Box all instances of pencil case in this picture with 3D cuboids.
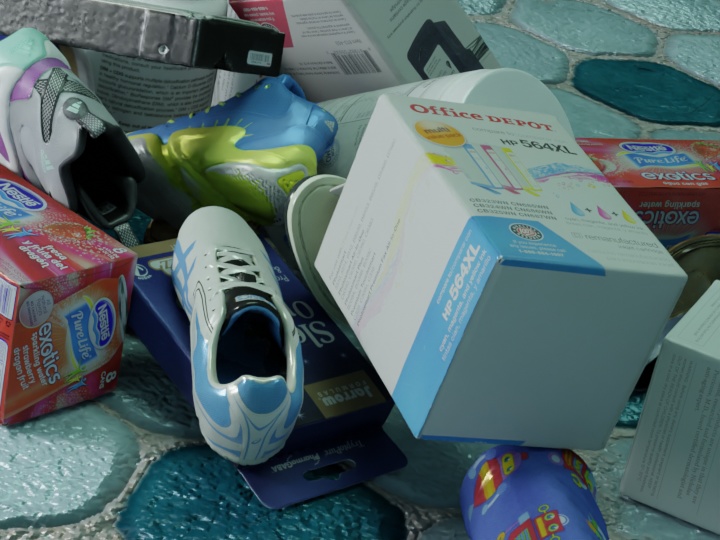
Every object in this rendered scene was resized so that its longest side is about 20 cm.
[{"bbox_3d":[0.111,0.171,1.066,0.078,0.087,0.200,-32,28,7],"label":"pencil case"}]

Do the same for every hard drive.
[{"bbox_3d":[-0.168,-0.165,1.330,0.200,0.038,0.140,11,6,21],"label":"hard drive"}]

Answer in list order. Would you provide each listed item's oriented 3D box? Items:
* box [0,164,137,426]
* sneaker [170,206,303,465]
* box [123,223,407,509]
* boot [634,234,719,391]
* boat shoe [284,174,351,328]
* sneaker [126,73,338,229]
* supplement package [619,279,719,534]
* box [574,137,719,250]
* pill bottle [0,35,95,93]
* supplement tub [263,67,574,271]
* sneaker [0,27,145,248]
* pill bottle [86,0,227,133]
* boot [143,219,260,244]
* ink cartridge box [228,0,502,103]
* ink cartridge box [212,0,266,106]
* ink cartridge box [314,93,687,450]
[{"bbox_3d":[-0.241,0.000,1.232,0.200,0.100,0.095,31,31,34],"label":"box"},{"bbox_3d":[-0.069,0.025,1.164,0.072,0.073,0.200,9,39,-20],"label":"sneaker"},{"bbox_3d":[-0.062,0.054,1.220,0.121,0.032,0.200,-13,52,-42],"label":"box"},{"bbox_3d":[0.234,0.036,1.422,0.200,0.075,0.097,-12,46,-28],"label":"boot"},{"bbox_3d":[0.002,-0.002,1.284,0.199,0.075,0.066,41,-3,-41],"label":"boat shoe"},{"bbox_3d":[-0.089,-0.083,1.357,0.200,0.076,0.105,12,52,44],"label":"sneaker"},{"bbox_3d":[0.282,0.106,1.225,0.200,0.117,0.117,21,26,20],"label":"supplement package"},{"bbox_3d":[0.217,-0.038,1.513,0.200,0.103,0.095,-1,27,-24],"label":"box"},{"bbox_3d":[-0.298,-0.110,1.411,0.200,0.120,0.120,0,28,-22],"label":"pill bottle"},{"bbox_3d":[0.036,-0.063,1.364,0.132,0.132,0.200,-15,7,-43],"label":"supplement tub"},{"bbox_3d":[-0.188,-0.051,1.291,0.078,0.200,0.140,-38,68,-20],"label":"sneaker"},{"bbox_3d":[-0.162,-0.167,1.494,0.113,0.200,0.113,10,26,-5],"label":"pill bottle"},{"bbox_3d":[-0.094,-0.065,1.460,0.074,0.076,0.200,26,32,17],"label":"boot"},{"bbox_3d":[0.018,-0.153,1.479,0.145,0.200,0.084,6,49,53],"label":"ink cartridge box"},{"bbox_3d":[-0.079,-0.188,1.639,0.084,0.145,0.200,-3,30,-30],"label":"ink cartridge box"},{"bbox_3d":[0.070,-0.008,1.147,0.128,0.125,0.200,5,33,-29],"label":"ink cartridge box"}]
